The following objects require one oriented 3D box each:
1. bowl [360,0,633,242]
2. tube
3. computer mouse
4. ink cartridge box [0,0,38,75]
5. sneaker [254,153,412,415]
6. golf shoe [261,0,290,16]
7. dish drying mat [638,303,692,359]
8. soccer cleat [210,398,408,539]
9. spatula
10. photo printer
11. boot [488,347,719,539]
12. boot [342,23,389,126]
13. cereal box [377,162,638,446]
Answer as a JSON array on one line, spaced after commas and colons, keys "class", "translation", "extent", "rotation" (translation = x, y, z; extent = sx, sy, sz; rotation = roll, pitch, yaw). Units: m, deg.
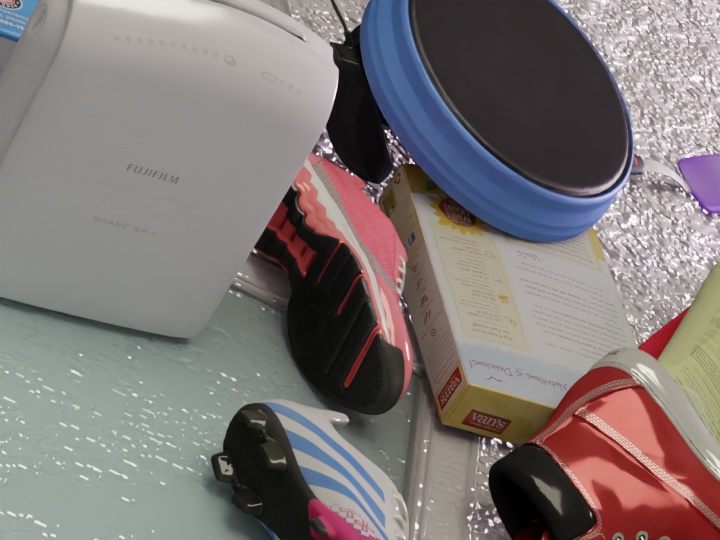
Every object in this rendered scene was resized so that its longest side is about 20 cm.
[{"class": "bowl", "translation": [0.089, -0.112, 1.637], "extent": [0.200, 0.039, 0.201], "rotation": [27, 41, -27]}, {"class": "tube", "translation": [0.210, 0.054, 1.594], "extent": [0.058, 0.052, 0.200], "rotation": [22, 32, 9]}, {"class": "computer mouse", "translation": [-0.021, -0.145, 1.611], "extent": [0.059, 0.034, 0.201], "rotation": [-96, 169, -77]}, {"class": "ink cartridge box", "translation": [-0.256, -0.175, 1.499], "extent": [0.145, 0.084, 0.200], "rotation": [17, 36, -23]}, {"class": "sneaker", "translation": [0.000, 0.000, 1.499], "extent": [0.087, 0.074, 0.200], "rotation": [9, 40, -35]}, {"class": "golf shoe", "translation": [-0.067, -0.133, 1.634], "extent": [0.092, 0.075, 0.200], "rotation": [44, 27, -22]}, {"class": "dish drying mat", "translation": [0.230, 0.055, 1.673], "extent": [0.077, 0.018, 0.200], "rotation": [41, 33, 12]}, {"class": "soccer cleat", "translation": [0.000, 0.139, 1.316], "extent": [0.086, 0.070, 0.200], "rotation": [4, 42, -37]}, {"class": "spatula", "translation": [0.200, -0.067, 1.804], "extent": [0.199, 0.021, 0.057], "rotation": [6, 43, -35]}, {"class": "photo printer", "translation": [-0.115, -0.065, 1.368], "extent": [0.166, 0.200, 0.070], "rotation": [15, 36, -26]}, {"class": "boot", "translation": [0.162, 0.158, 1.448], "extent": [0.200, 0.072, 0.144], "rotation": [48, 54, 1]}, {"class": "boot", "translation": [0.055, -0.160, 1.757], "extent": [0.198, 0.073, 0.163], "rotation": [14, 36, -30]}, {"class": "cereal box", "translation": [0.095, 0.028, 1.572], "extent": [0.144, 0.040, 0.200], "rotation": [17, 36, -26]}]
